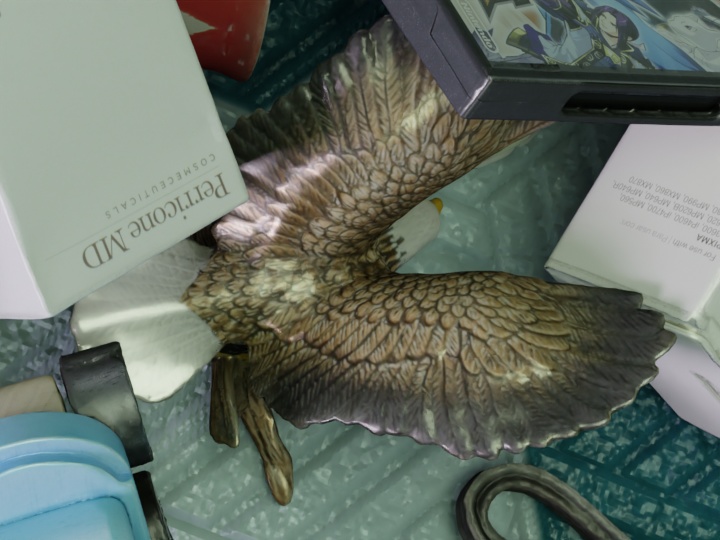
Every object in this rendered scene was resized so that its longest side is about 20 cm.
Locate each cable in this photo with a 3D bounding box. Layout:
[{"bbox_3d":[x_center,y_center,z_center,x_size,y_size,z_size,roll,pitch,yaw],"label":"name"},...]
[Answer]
[{"bbox_3d":[0.134,0.140,1.229,0.200,0.050,0.097,46,76,-9],"label":"cable"}]

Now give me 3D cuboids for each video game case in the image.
[{"bbox_3d":[0.059,-0.134,1.108,0.180,0.026,0.200,-1,49,-43],"label":"video game case"}]

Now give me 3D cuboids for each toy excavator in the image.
[{"bbox_3d":[-0.102,0.157,1.072,0.099,0.200,0.195,-15,127,-5],"label":"toy excavator"}]

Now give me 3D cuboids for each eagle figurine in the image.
[{"bbox_3d":[0.003,-0.005,1.138,0.152,0.199,0.151,41,53,-29],"label":"eagle figurine"}]

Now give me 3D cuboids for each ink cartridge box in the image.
[{"bbox_3d":[0.181,-0.038,1.204,0.201,0.085,0.146,-59,139,-12],"label":"ink cartridge box"}]

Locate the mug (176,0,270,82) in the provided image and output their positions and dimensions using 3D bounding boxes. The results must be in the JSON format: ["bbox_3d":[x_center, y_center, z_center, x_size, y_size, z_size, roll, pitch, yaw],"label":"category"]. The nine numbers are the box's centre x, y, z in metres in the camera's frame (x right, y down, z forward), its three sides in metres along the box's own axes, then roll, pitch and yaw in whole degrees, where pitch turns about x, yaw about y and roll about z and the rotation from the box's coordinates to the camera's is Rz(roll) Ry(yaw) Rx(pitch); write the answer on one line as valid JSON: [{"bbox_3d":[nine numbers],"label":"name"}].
[{"bbox_3d":[-0.138,-0.159,1.163,0.199,0.178,0.134,4,122,-10],"label":"mug"}]

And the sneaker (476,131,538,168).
[{"bbox_3d":[0.090,-0.114,1.215,0.200,0.090,0.078,-38,96,-13],"label":"sneaker"}]

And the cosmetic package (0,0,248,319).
[{"bbox_3d":[-0.125,-0.093,1.039,0.101,0.074,0.201,-32,108,-34],"label":"cosmetic package"}]
